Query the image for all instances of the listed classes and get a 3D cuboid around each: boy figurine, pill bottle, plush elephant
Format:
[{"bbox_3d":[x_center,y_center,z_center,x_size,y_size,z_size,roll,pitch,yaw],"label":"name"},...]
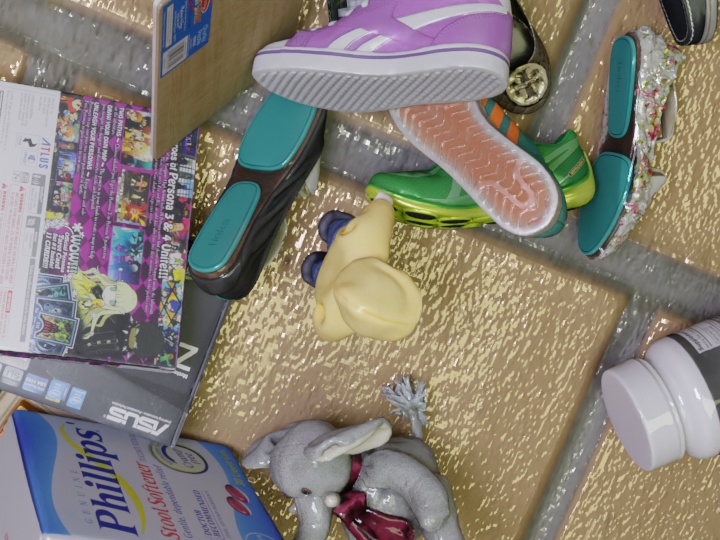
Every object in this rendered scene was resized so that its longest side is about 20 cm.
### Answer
[{"bbox_3d":[0.000,0.000,0.844,0.064,0.200,0.126,21,96,-15],"label":"boy figurine"},{"bbox_3d":[0.328,0.100,0.983,0.198,0.114,0.115,-21,107,-6],"label":"pill bottle"},{"bbox_3d":[-0.010,0.185,0.912,0.153,0.164,0.203,4,74,-26],"label":"plush elephant"}]

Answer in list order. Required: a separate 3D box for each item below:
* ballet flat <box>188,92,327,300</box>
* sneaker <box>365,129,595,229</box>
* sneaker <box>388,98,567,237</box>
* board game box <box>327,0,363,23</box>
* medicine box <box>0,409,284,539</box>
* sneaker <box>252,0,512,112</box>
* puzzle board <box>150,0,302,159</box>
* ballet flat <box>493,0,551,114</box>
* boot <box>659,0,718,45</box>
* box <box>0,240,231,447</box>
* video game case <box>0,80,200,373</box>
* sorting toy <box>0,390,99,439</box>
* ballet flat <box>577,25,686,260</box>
[{"bbox_3d":[-0.075,-0.065,0.875,0.202,0.067,0.068,-62,145,-17],"label":"ballet flat"},{"bbox_3d":[0.098,-0.081,0.921,0.197,0.074,0.085,-6,84,-11],"label":"sneaker"},{"bbox_3d":[0.088,-0.101,0.856,0.071,0.080,0.201,-40,72,13],"label":"sneaker"},{"bbox_3d":[0.023,-0.236,0.839,0.103,0.024,0.202,-14,133,-10],"label":"board game box"},{"bbox_3d":[-0.177,0.208,0.843,0.198,0.182,0.104,16,103,-30],"label":"medicine box"},{"bbox_3d":[0.017,-0.185,0.824,0.197,0.073,0.116,0,74,14],"label":"sneaker"},{"bbox_3d":[-0.093,-0.173,0.771,0.017,0.200,0.151,43,67,8],"label":"puzzle board"},{"bbox_3d":[0.103,-0.217,0.892,0.067,0.046,0.202,-28,108,-3],"label":"ballet flat"},{"bbox_3d":[0.194,-0.264,0.884,0.152,0.073,0.206,-19,95,-6],"label":"boot"},{"bbox_3d":[-0.213,0.032,0.875,0.198,0.049,0.163,23,90,-17],"label":"box"},{"bbox_3d":[-0.218,-0.032,0.819,0.179,0.036,0.203,7,78,-20],"label":"video game case"},{"bbox_3d":[-0.326,0.157,0.898,0.199,0.036,0.186,36,94,-18],"label":"sorting toy"},{"bbox_3d":[0.238,-0.105,0.937,0.063,0.076,0.203,3,105,-21],"label":"ballet flat"}]
